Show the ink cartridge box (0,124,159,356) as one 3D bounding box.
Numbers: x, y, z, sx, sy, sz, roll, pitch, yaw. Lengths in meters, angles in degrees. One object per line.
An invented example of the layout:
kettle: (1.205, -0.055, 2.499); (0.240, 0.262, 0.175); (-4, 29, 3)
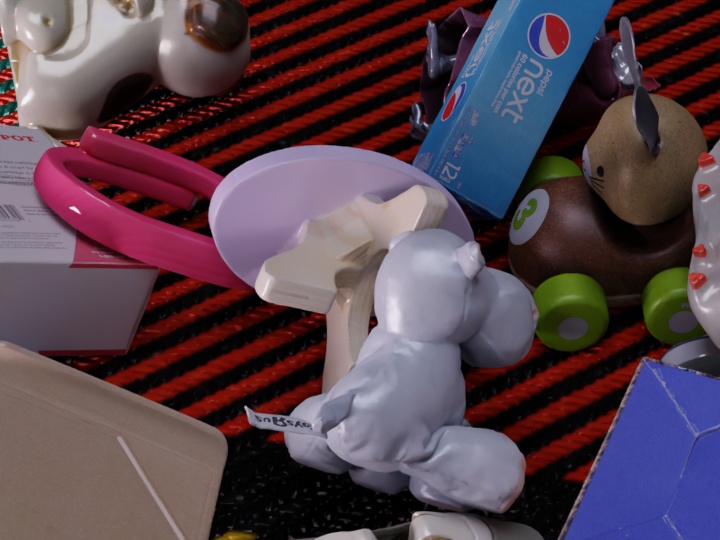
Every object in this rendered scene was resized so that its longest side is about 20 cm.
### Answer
ink cartridge box: (-0.263, -0.025, 1.485); (0.144, 0.085, 0.200); (1, 32, -41)

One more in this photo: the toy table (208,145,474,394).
toy table: (0.000, 0.000, 1.421); (0.199, 0.184, 0.117); (2, 31, -19)

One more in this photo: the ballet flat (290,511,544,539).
ballet flat: (0.024, 0.185, 1.287); (0.199, 0.064, 0.067); (-12, 43, -9)

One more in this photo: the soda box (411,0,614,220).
soda box: (0.113, -0.139, 1.515); (0.068, 0.064, 0.200); (29, 84, -13)

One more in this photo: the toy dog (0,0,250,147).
toy dog: (-0.188, -0.186, 1.658); (0.199, 0.140, 0.194); (-11, 56, -8)

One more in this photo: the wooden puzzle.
wooden puzzle: (-0.188, 0.156, 1.317); (0.185, 0.037, 0.200); (23, 44, -12)

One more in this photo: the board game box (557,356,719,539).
board game box: (0.178, 0.182, 1.177); (0.097, 0.200, 0.160); (15, 46, 19)

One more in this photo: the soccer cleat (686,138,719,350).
soccer cleat: (0.258, -0.023, 1.378); (0.069, 0.078, 0.200); (-5, 41, 26)

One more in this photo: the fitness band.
fitness band: (-0.146, -0.044, 1.501); (0.200, 0.037, 0.144); (17, 24, -33)

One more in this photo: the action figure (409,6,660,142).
action figure: (0.145, -0.143, 1.594); (0.199, 0.134, 0.149); (2, 63, -16)

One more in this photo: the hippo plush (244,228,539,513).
hippo plush: (0.027, 0.055, 1.320); (0.159, 0.200, 0.161); (-1, 68, 54)

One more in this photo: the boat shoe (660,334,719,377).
boat shoe: (0.297, 0.047, 1.410); (0.201, 0.075, 0.086); (-6, 43, -6)

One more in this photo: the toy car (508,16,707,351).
toy car: (0.184, -0.071, 1.453); (0.157, 0.200, 0.165); (-3, 42, 0)
